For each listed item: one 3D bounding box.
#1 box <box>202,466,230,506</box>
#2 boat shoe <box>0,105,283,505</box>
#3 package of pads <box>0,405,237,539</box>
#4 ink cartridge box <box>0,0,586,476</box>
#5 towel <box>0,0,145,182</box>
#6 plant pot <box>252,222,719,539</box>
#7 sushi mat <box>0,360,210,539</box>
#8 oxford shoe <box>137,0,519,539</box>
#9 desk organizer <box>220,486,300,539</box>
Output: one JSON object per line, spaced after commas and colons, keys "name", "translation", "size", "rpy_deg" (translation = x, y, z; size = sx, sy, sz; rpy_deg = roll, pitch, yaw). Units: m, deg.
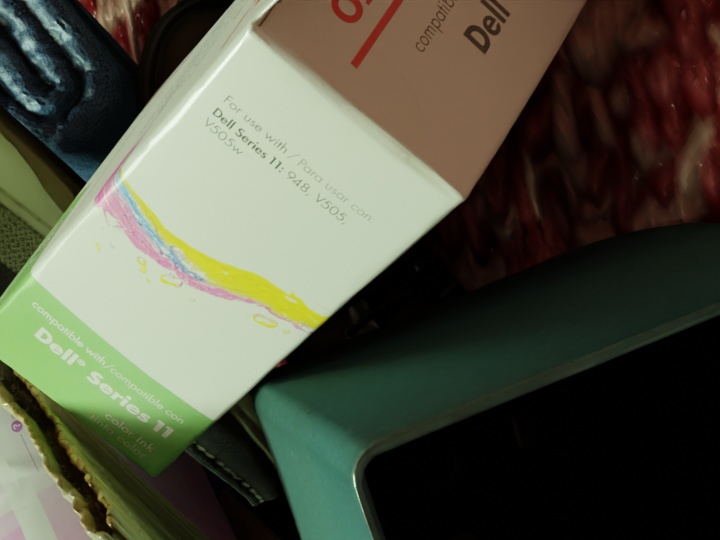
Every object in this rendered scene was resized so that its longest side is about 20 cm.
{"name": "box", "translation": [-0.082, 0.072, 1.082], "size": [0.121, 0.032, 0.201], "rpy_deg": [38, 143, 50]}
{"name": "boat shoe", "translation": [-0.094, 0.008, 0.747], "size": [0.200, 0.065, 0.073], "rpy_deg": [46, -179, -23]}
{"name": "package of pads", "translation": [-0.116, 0.041, 0.856], "size": [0.201, 0.075, 0.121], "rpy_deg": [62, -175, 18]}
{"name": "ink cartridge box", "translation": [-0.008, -0.043, 0.637], "size": [0.067, 0.117, 0.200], "rpy_deg": [39, 137, -8]}
{"name": "towel", "translation": [-0.101, -0.060, 0.862], "size": [0.112, 0.048, 0.200], "rpy_deg": [48, 180, 15]}
{"name": "plant pot", "translation": [0.053, 0.068, 0.648], "size": [0.200, 0.140, 0.142], "rpy_deg": [-157, 47, -72]}
{"name": "sushi mat", "translation": [-0.033, 0.102, 0.719], "size": [0.200, 0.012, 0.096], "rpy_deg": [49, 178, -38]}
{"name": "oxford shoe", "translation": [0.000, 0.000, 0.786], "size": [0.201, 0.072, 0.084], "rpy_deg": [59, 157, -12]}
{"name": "desk organizer", "translation": [0.029, 0.136, 0.841], "size": [0.200, 0.071, 0.078], "rpy_deg": [36, 140, 52]}
